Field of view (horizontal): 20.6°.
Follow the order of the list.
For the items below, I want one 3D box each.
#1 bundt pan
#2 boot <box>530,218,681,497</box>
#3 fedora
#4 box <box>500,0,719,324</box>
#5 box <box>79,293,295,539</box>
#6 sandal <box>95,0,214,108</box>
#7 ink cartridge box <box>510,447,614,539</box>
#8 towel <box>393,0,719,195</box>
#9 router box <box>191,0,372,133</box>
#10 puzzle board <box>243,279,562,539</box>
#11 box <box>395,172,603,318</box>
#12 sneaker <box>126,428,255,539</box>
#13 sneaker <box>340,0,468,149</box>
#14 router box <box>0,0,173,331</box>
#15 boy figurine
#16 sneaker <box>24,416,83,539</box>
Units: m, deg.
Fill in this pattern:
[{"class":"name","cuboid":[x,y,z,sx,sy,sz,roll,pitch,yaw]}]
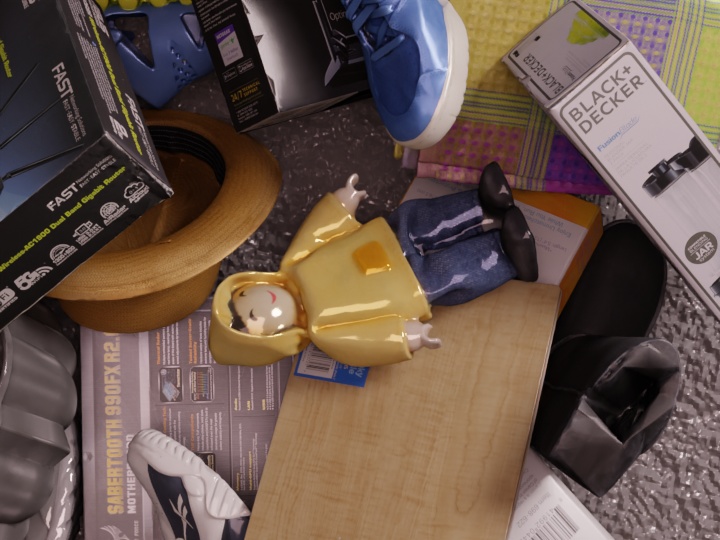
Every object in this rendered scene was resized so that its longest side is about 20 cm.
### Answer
[{"class":"bundt pan","cuboid":[-0.241,0.096,1.200,0.076,0.202,0.203,24,89,-38]},{"class":"boot","cuboid":[0.151,0.045,1.186,0.065,0.200,0.165,24,89,0]},{"class":"fedora","cuboid":[-0.139,-0.022,1.217,0.200,0.201,0.082,-5,126,-1]},{"class":"box","cuboid":[0.175,-0.057,1.155,0.060,0.117,0.200,-40,110,6]},{"class":"box","cuboid":[-0.097,0.115,1.258,0.158,0.048,0.201,-2,89,-1]},{"class":"sandal","cuboid":[-0.125,-0.143,1.252,0.199,0.079,0.087,4,93,8]},{"class":"ink cartridge box","cuboid":[0.102,0.224,1.221,0.145,0.083,0.200,-42,92,-19]},{"class":"towel","cuboid":[0.127,-0.118,1.199,0.199,0.023,0.144,5,108,-12]},{"class":"router box","cuboid":[-0.011,-0.184,1.210,0.200,0.052,0.158,-18,89,-37]},{"class":"puzzle board","cuboid":[0.026,0.090,1.164,0.150,0.017,0.201,8,65,16]},{"class":"box","cuboid":[0.054,0.028,1.220,0.119,0.042,0.200,23,72,20]},{"class":"sneaker","cuboid":[-0.103,0.203,1.192,0.130,0.079,0.199,-41,101,-10]},{"class":"sneaker","cuboid":[-0.005,-0.169,1.127,0.111,0.077,0.201,8,70,-39]},{"class":"router box","cuboid":[-0.203,-0.073,1.142,0.150,0.200,0.062,-38,133,11]},{"class":"boy figurine","cuboid":[0.000,0.000,1.171,0.199,0.064,0.125,-19,64,-2]},{"class":"sneaker","cuboid":[-0.226,0.180,1.242,0.082,0.075,0.201,17,90,-2]}]
